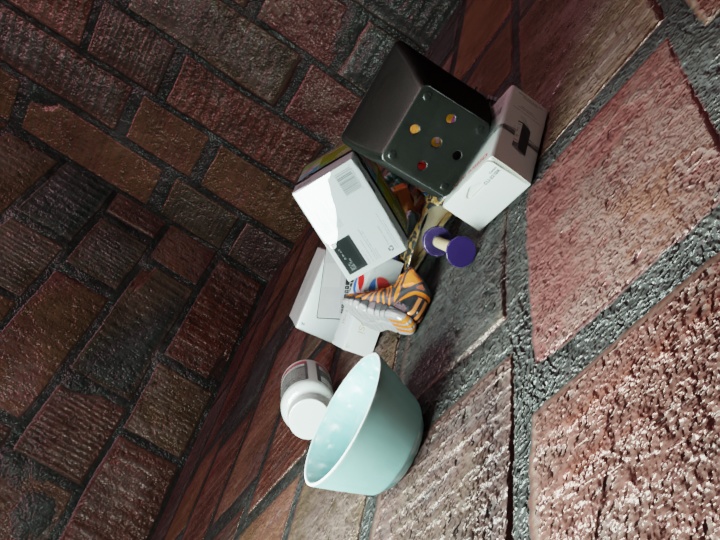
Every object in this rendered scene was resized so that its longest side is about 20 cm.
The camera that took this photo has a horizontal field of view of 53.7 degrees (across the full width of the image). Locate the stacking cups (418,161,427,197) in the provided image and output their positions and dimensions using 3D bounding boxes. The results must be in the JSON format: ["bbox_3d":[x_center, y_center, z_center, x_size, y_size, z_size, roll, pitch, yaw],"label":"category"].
[{"bbox_3d":[0.138,-0.182,1.415,0.061,0.060,0.200,-58,-18,3],"label":"stacking cups"}]

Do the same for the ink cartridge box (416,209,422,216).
[{"bbox_3d":[0.090,-0.075,1.629,0.200,0.043,0.175,-45,19,52],"label":"ink cartridge box"}]

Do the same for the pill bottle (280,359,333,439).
[{"bbox_3d":[-0.107,0.262,1.436,0.111,0.110,0.200,-57,11,6],"label":"pill bottle"}]

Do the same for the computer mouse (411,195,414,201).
[{"bbox_3d":[0.087,-0.166,1.728,0.199,0.139,0.047,-22,-54,-46],"label":"computer mouse"}]

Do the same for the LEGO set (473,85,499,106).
[{"bbox_3d":[0.230,-0.292,1.483,0.154,0.114,0.203,15,-86,-82],"label":"LEGO set"}]

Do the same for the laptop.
[{"bbox_3d":[0.000,0.000,1.526,0.116,0.197,0.190,66,-151,-64],"label":"laptop"}]

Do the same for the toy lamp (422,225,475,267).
[{"bbox_3d":[0.150,-0.045,1.251,0.059,0.058,0.200,-58,14,4],"label":"toy lamp"}]

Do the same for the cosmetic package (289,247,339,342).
[{"bbox_3d":[-0.081,0.059,1.780,0.200,0.122,0.202,-155,88,-81],"label":"cosmetic package"}]

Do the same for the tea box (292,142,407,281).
[{"bbox_3d":[-0.013,-0.124,1.353,0.133,0.201,0.197,-28,20,13],"label":"tea box"}]

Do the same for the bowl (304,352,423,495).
[{"bbox_3d":[0.015,0.229,0.991,0.202,0.104,0.201,-56,11,16],"label":"bowl"}]

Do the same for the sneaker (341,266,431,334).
[{"bbox_3d":[0.057,0.051,1.307,0.199,0.078,0.113,11,58,48],"label":"sneaker"}]

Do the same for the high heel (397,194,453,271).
[{"bbox_3d":[0.146,-0.076,1.387,0.199,0.071,0.144,-30,48,51],"label":"high heel"}]

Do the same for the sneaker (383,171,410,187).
[{"bbox_3d":[0.053,-0.171,1.643,0.199,0.075,0.088,-33,-19,-26],"label":"sneaker"}]

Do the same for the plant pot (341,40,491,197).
[{"bbox_3d":[0.107,-0.234,1.190,0.201,0.198,0.178,-57,21,16],"label":"plant pot"}]

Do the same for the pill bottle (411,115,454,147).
[{"bbox_3d":[0.136,-0.258,1.392,0.198,0.104,0.105,7,59,37],"label":"pill bottle"}]

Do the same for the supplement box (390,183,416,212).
[{"bbox_3d":[0.017,-0.122,1.539,0.198,0.067,0.069,-21,14,3],"label":"supplement box"}]

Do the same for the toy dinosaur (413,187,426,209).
[{"bbox_3d":[0.142,-0.170,1.647,0.102,0.058,0.200,-66,-6,35],"label":"toy dinosaur"}]

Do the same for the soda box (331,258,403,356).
[{"bbox_3d":[0.014,0.065,1.414,0.064,0.067,0.203,13,83,65],"label":"soda box"}]

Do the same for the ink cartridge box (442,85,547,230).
[{"bbox_3d":[0.228,-0.189,1.199,0.144,0.083,0.201,-47,15,50],"label":"ink cartridge box"}]
